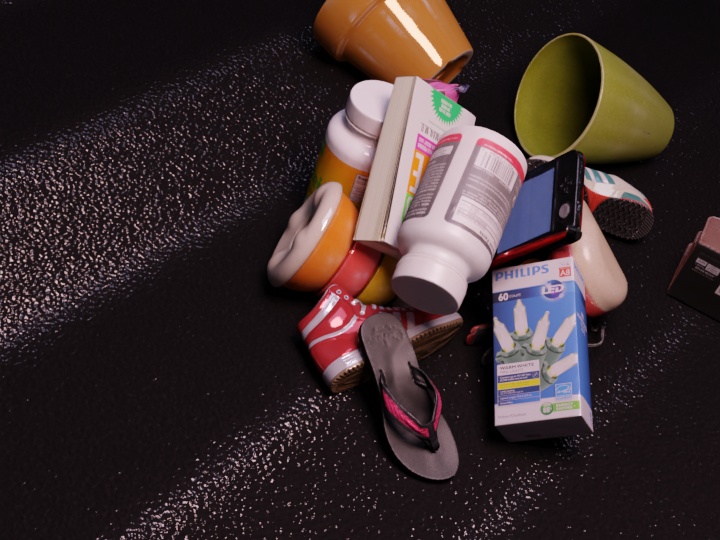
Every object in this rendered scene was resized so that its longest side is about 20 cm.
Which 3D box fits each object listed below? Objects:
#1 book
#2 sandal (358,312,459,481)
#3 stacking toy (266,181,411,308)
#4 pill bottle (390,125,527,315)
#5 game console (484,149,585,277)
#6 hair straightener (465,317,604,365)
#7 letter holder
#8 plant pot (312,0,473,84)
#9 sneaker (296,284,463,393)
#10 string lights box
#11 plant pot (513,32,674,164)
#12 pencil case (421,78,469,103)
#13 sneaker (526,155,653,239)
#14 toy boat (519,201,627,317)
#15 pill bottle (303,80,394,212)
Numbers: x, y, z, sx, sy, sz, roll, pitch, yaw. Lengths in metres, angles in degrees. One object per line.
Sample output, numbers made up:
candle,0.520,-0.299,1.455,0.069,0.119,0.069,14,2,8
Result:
book,0.070,-0.112,1.450,0.048,0.201,0.133,4,-13,41
sandal,0.053,0.139,1.341,0.075,0.045,0.201,-18,80,-26
stacking toy,0.000,0.000,1.477,0.200,0.146,0.146,33,40,-14
pill bottle,0.107,-0.055,1.376,0.110,0.111,0.200,23,65,3
game console,0.170,-0.058,1.502,0.118,0.200,0.173,16,69,-26
hair straightener,0.230,0.092,1.516,0.199,0.041,0.077,-6,49,-32
letter holder,0.547,0.008,1.672,0.200,0.101,0.142,29,41,9
plant pot,0.062,-0.349,1.797,0.183,0.200,0.200,49,48,7
sneaker,0.020,0.061,1.435,0.200,0.071,0.113,-19,59,-32
string lights box,0.210,0.091,1.413,0.102,0.059,0.201,-10,59,21
plant pot,0.364,-0.232,1.808,0.199,0.187,0.187,13,40,-32
pencil case,0.088,-0.148,1.591,0.091,0.201,0.094,13,17,29
sneaker,0.326,-0.112,1.745,0.199,0.071,0.093,24,25,6
toy boat,0.259,-0.006,1.569,0.131,0.130,0.200,59,12,-16
pill bottle,0.001,-0.135,1.532,0.111,0.200,0.111,11,43,-10
